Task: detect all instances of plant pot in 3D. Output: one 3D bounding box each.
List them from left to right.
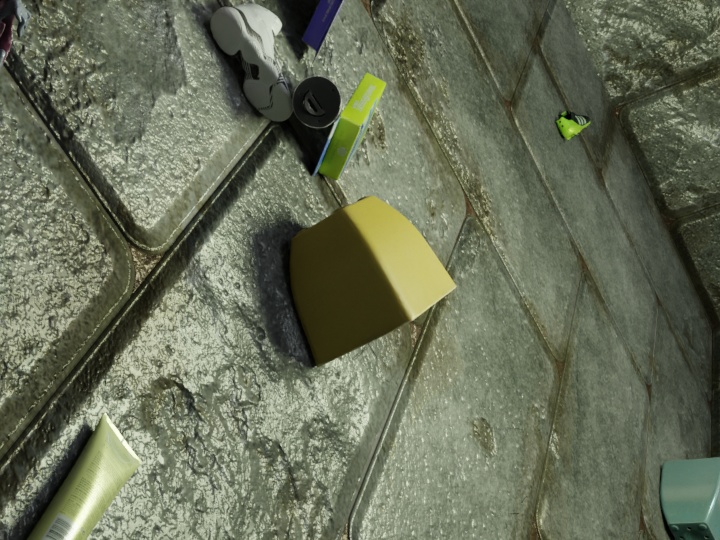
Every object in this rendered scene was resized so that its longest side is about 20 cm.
[{"bbox_3d":[0.000,0.000,1.589,0.202,0.194,0.194,63,30,-1],"label":"plant pot"},{"bbox_3d":[0.949,0.671,2.813,0.198,0.194,0.201,57,43,-22],"label":"plant pot"}]

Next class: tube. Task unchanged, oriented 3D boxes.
[{"bbox_3d":[-0.299,0.247,1.087,0.201,0.051,0.059,-66,171,-54],"label":"tube"}]

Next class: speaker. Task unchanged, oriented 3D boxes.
[{"bbox_3d":[-0.069,-0.278,1.651,0.200,0.080,0.082,-92,158,-80],"label":"speaker"}]

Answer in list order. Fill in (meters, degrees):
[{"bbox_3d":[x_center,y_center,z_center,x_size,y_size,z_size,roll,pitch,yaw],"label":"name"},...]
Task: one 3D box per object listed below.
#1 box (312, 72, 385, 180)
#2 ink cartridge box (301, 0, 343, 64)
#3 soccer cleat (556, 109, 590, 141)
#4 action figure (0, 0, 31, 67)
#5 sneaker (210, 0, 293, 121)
[{"bbox_3d":[-0.018,-0.249,1.762,0.047,0.123,0.201,25,39,0],"label":"box"},{"bbox_3d":[-0.042,-0.501,1.797,0.043,0.199,0.202,25,41,-8],"label":"ink cartridge box"},{"bbox_3d":[0.647,-0.453,3.051,0.082,0.067,0.200,56,31,-1],"label":"soccer cleat"},{"bbox_3d":[-0.449,-0.267,1.017,0.197,0.150,0.135,25,35,-10],"label":"action figure"},{"bbox_3d":[-0.155,-0.348,1.627,0.202,0.074,0.115,58,34,-18],"label":"sneaker"}]
